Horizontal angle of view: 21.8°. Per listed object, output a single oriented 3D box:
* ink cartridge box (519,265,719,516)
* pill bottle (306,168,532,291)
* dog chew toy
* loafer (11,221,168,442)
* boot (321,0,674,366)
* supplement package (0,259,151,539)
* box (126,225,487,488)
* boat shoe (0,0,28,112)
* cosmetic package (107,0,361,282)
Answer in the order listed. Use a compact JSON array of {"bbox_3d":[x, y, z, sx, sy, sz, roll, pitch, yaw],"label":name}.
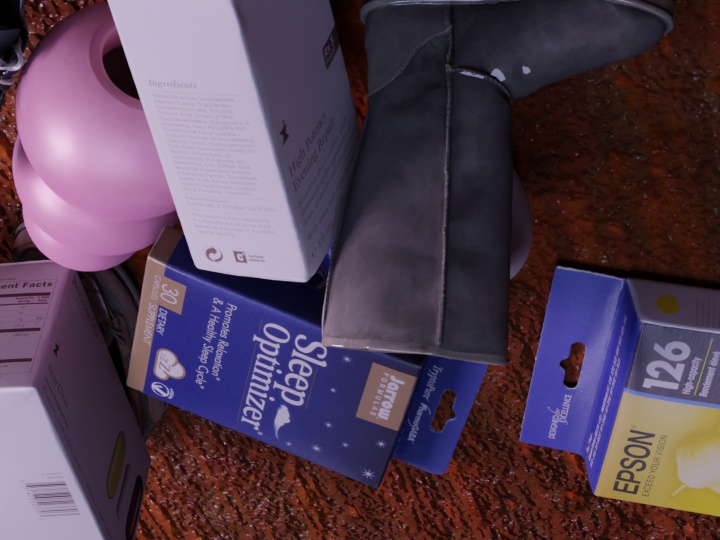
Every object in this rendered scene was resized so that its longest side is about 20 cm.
[{"bbox_3d":[0.212,0.087,1.222,0.200,0.047,0.198,7,140,2],"label":"ink cartridge box"},{"bbox_3d":[0.000,0.000,1.116,0.116,0.116,0.200,31,136,-21],"label":"pill bottle"},{"bbox_3d":[-0.145,-0.066,1.079,0.124,0.125,0.200,20,147,-9],"label":"dog chew toy"},{"bbox_3d":[-0.180,0.050,1.257,0.072,0.063,0.200,-4,137,19],"label":"loafer"},{"bbox_3d":[0.072,-0.051,0.973,0.181,0.200,0.073,0,167,11],"label":"boot"},{"bbox_3d":[-0.240,0.104,1.202,0.155,0.111,0.200,-4,135,10],"label":"supplement package"},{"bbox_3d":[-0.034,0.058,1.081,0.200,0.032,0.121,21,137,4],"label":"box"},{"bbox_3d":[-0.212,-0.125,0.998,0.063,0.073,0.200,19,113,33],"label":"boat shoe"},{"bbox_3d":[-0.059,-0.102,0.947,0.074,0.102,0.200,6,136,20],"label":"cosmetic package"}]
